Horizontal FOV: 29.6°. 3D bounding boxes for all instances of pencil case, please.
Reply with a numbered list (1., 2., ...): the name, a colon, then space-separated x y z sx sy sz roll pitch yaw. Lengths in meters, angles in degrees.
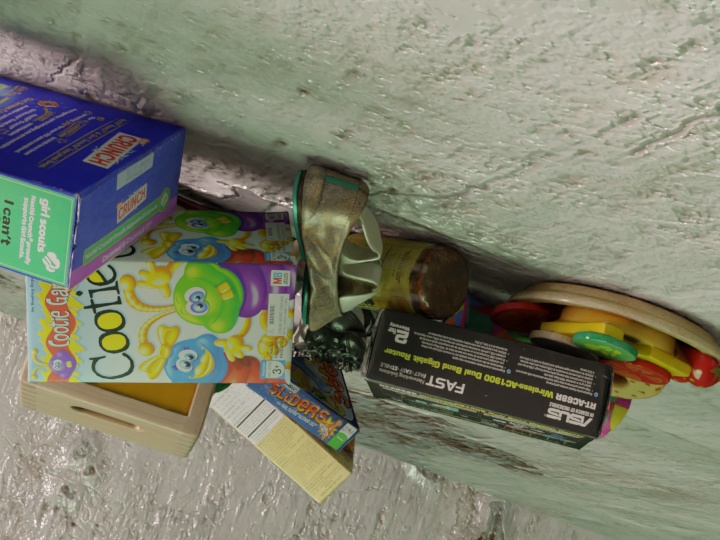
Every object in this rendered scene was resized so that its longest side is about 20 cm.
1. pencil case: 0.162 0.092 1.288 0.198 0.089 0.088 23 168 -17

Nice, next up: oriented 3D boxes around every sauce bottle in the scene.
1. sauce bottle: 0.000 0.000 1.168 0.198 0.067 0.066 9 165 44

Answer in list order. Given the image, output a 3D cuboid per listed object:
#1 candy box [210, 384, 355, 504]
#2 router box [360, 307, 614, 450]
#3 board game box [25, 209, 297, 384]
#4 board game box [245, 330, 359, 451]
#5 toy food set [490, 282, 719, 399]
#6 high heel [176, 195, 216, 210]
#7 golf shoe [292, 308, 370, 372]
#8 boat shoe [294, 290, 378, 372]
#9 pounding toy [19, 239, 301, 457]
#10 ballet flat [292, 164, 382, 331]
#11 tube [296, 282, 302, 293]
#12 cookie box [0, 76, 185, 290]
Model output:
1. candy box: -0.094 0.142 1.446 0.200 0.055 0.116 42 -166 -11
2. router box: 0.105 0.094 1.145 0.197 0.063 0.150 14 171 6
3. board game box: -0.153 0.019 1.051 0.197 0.106 0.103 1 -155 -8
4. board game box: -0.074 0.091 1.456 0.135 0.034 0.201 39 -164 -28
5. toy food set: 0.209 0.062 1.151 0.196 0.049 0.199 25 168 -26
6. high heel: -0.164 -0.041 1.239 0.095 0.068 0.199 3 159 40
7. golf shoe: -0.022 0.046 1.339 0.077 0.096 0.200 14 168 -10
8. boat shoe: -0.011 0.056 1.462 0.199 0.073 0.068 38 159 -34
9. pounding toy: -0.167 0.045 1.170 0.198 0.186 0.142 19 160 -7
10. ballet flat: -0.016 -0.008 1.069 0.066 0.069 0.201 5 151 3
11. tube: -0.144 -0.006 1.375 0.198 0.078 0.051 5 137 38
12. cookie box: -0.254 -0.074 0.999 0.198 0.076 0.171 16 -155 14
